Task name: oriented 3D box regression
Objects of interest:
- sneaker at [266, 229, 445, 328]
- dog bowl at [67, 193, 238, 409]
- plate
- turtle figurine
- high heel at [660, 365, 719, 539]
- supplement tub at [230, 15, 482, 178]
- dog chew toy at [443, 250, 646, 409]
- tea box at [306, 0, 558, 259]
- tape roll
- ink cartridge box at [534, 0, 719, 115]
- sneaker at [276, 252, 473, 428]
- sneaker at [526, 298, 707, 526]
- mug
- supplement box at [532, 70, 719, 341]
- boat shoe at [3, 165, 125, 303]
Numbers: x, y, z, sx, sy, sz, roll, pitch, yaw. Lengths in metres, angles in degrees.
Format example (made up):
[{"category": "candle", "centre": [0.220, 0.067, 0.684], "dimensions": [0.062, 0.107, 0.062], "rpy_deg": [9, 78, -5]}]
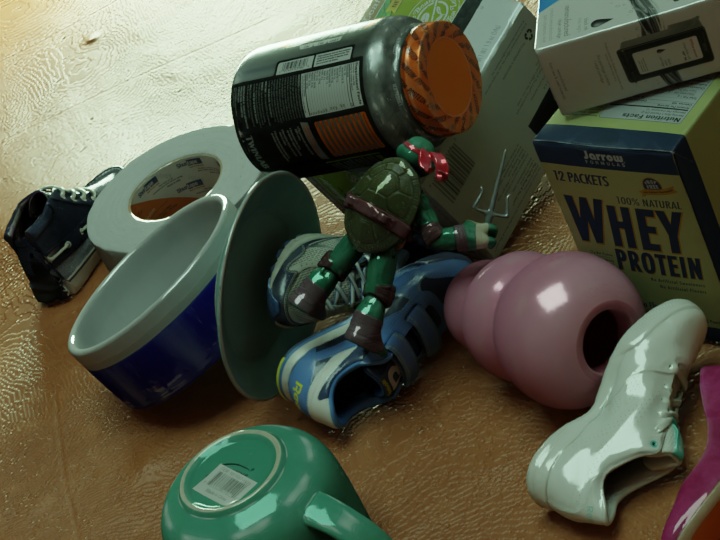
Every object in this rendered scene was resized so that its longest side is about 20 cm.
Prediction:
[{"category": "sneaker", "centre": [0.000, 0.000, 1.751], "dimensions": [0.085, 0.077, 0.200], "rpy_deg": [8, 24, 40]}, {"category": "dog bowl", "centre": [-0.170, 0.028, 1.825], "dimensions": [0.200, 0.079, 0.200], "rpy_deg": [-38, 19, 16]}, {"category": "plate", "centre": [-0.084, 0.013, 1.730], "dimensions": [0.025, 0.201, 0.200], "rpy_deg": [7, 45, 23]}, {"category": "turtle figurine", "centre": [0.026, -0.038, 1.651], "dimensions": [0.150, 0.101, 0.201], "rpy_deg": [32, 91, 46]}, {"category": "high heel", "centre": [0.245, 0.135, 1.444], "dimensions": [0.096, 0.068, 0.200], "rpy_deg": [17, 47, 35]}, {"category": "supplement tub", "centre": [-0.003, -0.150, 1.723], "dimensions": [0.199, 0.123, 0.123], "rpy_deg": [-8, 38, 36]}, {"category": "dog chew toy", "centre": [0.139, 0.040, 1.618], "dimensions": [0.124, 0.125, 0.200], "rpy_deg": [-41, 27, -20]}, {"category": "tea box", "centre": [0.070, -0.139, 1.846], "dimensions": [0.196, 0.134, 0.201], "rpy_deg": [14, 69, 47]}, {"category": "tape roll", "centre": [-0.173, -0.060, 2.017], "dimensions": [0.199, 0.066, 0.201], "rpy_deg": [-18, 34, 13]}, {"category": "ink cartridge box", "centre": [0.240, -0.201, 1.545], "dimensions": [0.199, 0.068, 0.116], "rpy_deg": [-15, 35, 18]}, {"category": "sneaker", "centre": [0.027, 0.064, 1.705], "dimensions": [0.200, 0.074, 0.082], "rpy_deg": [-38, 40, -7]}, {"category": "sneaker", "centre": [0.217, 0.112, 1.510], "dimensions": [0.088, 0.075, 0.200], "rpy_deg": [22, 67, 44]}, {"category": "mug", "centre": [-0.064, 0.189, 1.555], "dimensions": [0.184, 0.115, 0.152], "rpy_deg": [-19, 34, 14]}, {"category": "supplement box", "centre": [0.272, -0.085, 1.611], "dimensions": [0.134, 0.200, 0.200], "rpy_deg": [9, 47, 43]}, {"category": "boat shoe", "centre": [-0.297, -0.065, 2.085], "dimensions": [0.074, 0.093, 0.200], "rpy_deg": [-6, 39, 29]}]
